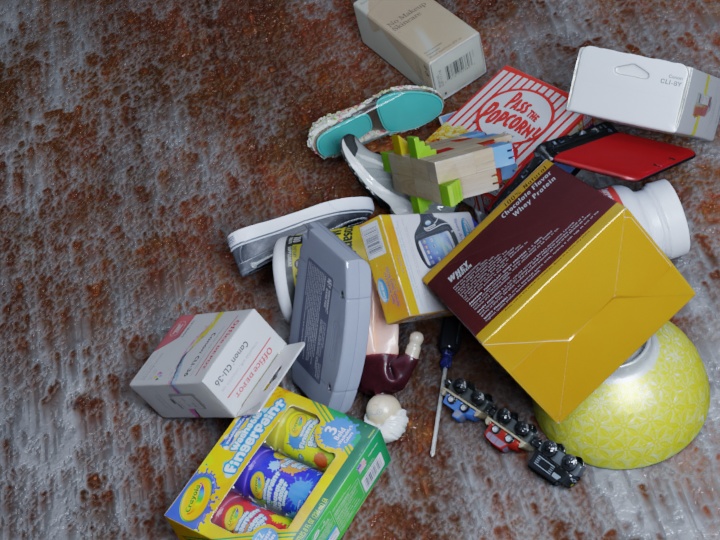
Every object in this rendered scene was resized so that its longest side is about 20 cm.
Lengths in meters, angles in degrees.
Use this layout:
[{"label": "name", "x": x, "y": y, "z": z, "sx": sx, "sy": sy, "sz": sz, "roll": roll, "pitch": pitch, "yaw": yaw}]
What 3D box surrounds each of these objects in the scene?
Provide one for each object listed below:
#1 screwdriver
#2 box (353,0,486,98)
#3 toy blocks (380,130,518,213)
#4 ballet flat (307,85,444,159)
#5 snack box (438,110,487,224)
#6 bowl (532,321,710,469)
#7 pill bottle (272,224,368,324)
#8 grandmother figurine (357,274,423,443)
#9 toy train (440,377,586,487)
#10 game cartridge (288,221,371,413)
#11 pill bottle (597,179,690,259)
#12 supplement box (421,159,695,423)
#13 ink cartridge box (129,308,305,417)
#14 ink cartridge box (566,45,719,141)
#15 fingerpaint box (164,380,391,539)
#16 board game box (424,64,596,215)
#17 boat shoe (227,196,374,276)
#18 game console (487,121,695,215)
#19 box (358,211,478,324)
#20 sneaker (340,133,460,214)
[{"label": "screwdriver", "x": 0.097, "y": 0.127, "z": 1.526, "sx": 0.028, "sy": 0.029, "sz": 0.200, "roll": 0, "pitch": 49, "yaw": 16}, {"label": "box", "x": 0.085, "y": -0.339, "z": 1.899, "sx": 0.095, "sy": 0.078, "sz": 0.200, "roll": -35, "pitch": 50, "yaw": -14}, {"label": "toy blocks", "x": 0.126, "y": -0.129, "z": 1.582, "sx": 0.136, "sy": 0.100, "sz": 0.200, "roll": -16, "pitch": 14, "yaw": -17}, {"label": "ballet flat", "x": 0.016, "y": -0.218, "z": 1.822, "sx": 0.200, "sy": 0.076, "sz": 0.064, "roll": -19, "pitch": 32, "yaw": -5}, {"label": "snack box", "x": 0.164, "y": -0.147, "z": 1.746, "sx": 0.072, "sy": 0.024, "sz": 0.200, "roll": -18, "pitch": 48, "yaw": 2}, {"label": "bowl", "x": 0.284, "y": 0.107, "z": 1.438, "sx": 0.200, "sy": 0.108, "sz": 0.200, "roll": -8, "pitch": 48, "yaw": 9}, {"label": "pill bottle", "x": 0.000, "y": 0.000, "z": 1.606, "sx": 0.200, "sy": 0.113, "sz": 0.113, "roll": -9, "pitch": 48, "yaw": 8}, {"label": "grandmother figurine", "x": 0.018, "y": 0.099, "z": 1.505, "sx": 0.121, "sy": 0.060, "sz": 0.200, "roll": -17, "pitch": 76, "yaw": 46}, {"label": "toy train", "x": 0.164, "y": 0.181, "z": 1.456, "sx": 0.200, "sy": 0.034, "sz": 0.046, "roll": 34, "pitch": 95, "yaw": 35}, {"label": "game cartridge", "x": -0.036, "y": 0.060, "z": 1.505, "sx": 0.041, "sy": 0.200, "sz": 0.133, "roll": -3, "pitch": 26, "yaw": -25}, {"label": "pill bottle", "x": 0.280, "y": -0.036, "z": 1.556, "sx": 0.200, "sy": 0.116, "sz": 0.116, "roll": -17, "pitch": 48, "yaw": 1}, {"label": "supplement box", "x": 0.204, "y": 0.016, "z": 1.383, "sx": 0.197, "sy": 0.133, "sz": 0.200, "roll": -44, "pitch": 24, "yaw": 1}, {"label": "ink cartridge box", "x": -0.169, "y": 0.110, "z": 1.535, "sx": 0.200, "sy": 0.068, "sz": 0.117, "roll": -7, "pitch": 41, "yaw": 48}, {"label": "ink cartridge box", "x": 0.361, "y": -0.219, "z": 1.636, "sx": 0.145, "sy": 0.200, "sz": 0.084, "roll": 16, "pitch": 99, "yaw": 26}, {"label": "fingerpaint box", "x": -0.090, "y": 0.240, "z": 1.451, "sx": 0.167, "sy": 0.073, "sz": 0.200, "roll": 19, "pitch": 57, "yaw": 30}, {"label": "board game box", "x": 0.188, "y": -0.169, "z": 1.709, "sx": 0.151, "sy": 0.046, "sz": 0.200, "roll": 31, "pitch": 65, "yaw": 34}, {"label": "boat shoe", "x": -0.070, "y": -0.042, "z": 1.698, "sx": 0.200, "sy": 0.072, "sz": 0.068, "roll": -17, "pitch": 80, "yaw": -17}, {"label": "game console", "x": 0.278, "y": -0.105, "z": 1.569, "sx": 0.119, "sy": 0.172, "sz": 0.200, "roll": 48, "pitch": 34, "yaw": 15}, {"label": "box", "x": 0.087, "y": -0.006, "z": 1.510, "sx": 0.041, "sy": 0.200, "sz": 0.119, "roll": -23, "pitch": 78, "yaw": 36}, {"label": "sneaker", "x": 0.050, "y": -0.115, "z": 1.699, "sx": 0.079, "sy": 0.074, "sz": 0.200, "roll": -45, "pitch": 66, "yaw": 0}]
